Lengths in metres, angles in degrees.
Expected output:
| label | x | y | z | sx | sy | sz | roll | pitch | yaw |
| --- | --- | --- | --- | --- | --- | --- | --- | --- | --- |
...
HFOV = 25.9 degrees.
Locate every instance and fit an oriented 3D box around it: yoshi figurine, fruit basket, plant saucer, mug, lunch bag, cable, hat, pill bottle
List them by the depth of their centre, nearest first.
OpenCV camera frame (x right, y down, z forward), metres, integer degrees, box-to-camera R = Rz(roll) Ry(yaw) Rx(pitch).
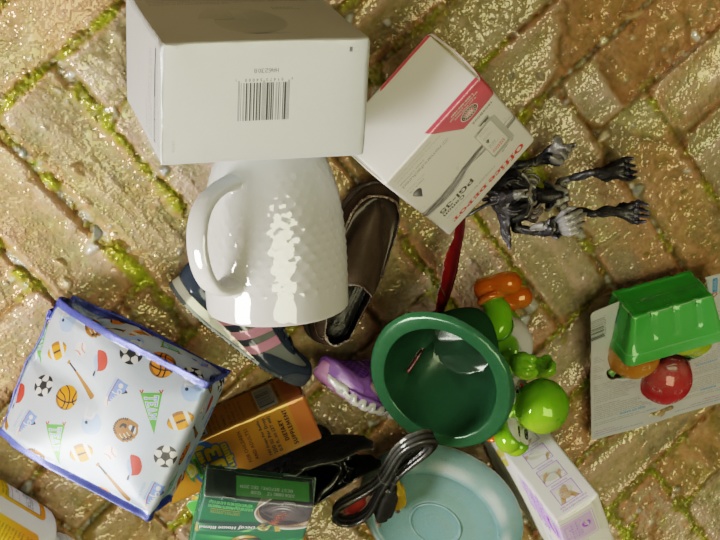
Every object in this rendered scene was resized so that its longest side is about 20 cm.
| label | x | y | z | sx | sy | sz | roll | pitch | yaw |
| --- | --- | --- | --- | --- | --- | --- | --- | --- | --- |
| mug | -0.103 | -0.041 | 1.570 | 0.200 | 0.147 | 0.176 | -23 | 116 | -52 |
| lunch bag | -0.264 | 0.139 | 1.658 | 0.200 | 0.124 | 0.170 | 24 | 95 | 6 |
| pill bottle | -0.400 | 0.284 | 1.691 | 0.200 | 0.111 | 0.111 | 38 | 96 | -27 |
| cable | 0.021 | 0.228 | 1.740 | 0.097 | 0.050 | 0.200 | -4 | 141 | -18 |
| hat | 0.121 | 0.068 | 1.742 | 0.165 | 0.176 | 0.200 | 25 | 128 | 10 |
| yoshi figurine | 0.185 | 0.105 | 1.752 | 0.112 | 0.112 | 0.200 | 4 | 68 | -22 |
| plant saucer | 0.091 | 0.291 | 1.838 | 0.200 | 0.027 | 0.201 | 10 | 124 | 15 |
| fruit basket | 0.358 | 0.102 | 1.891 | 0.185 | 0.094 | 0.200 | -15 | 131 | -11 |

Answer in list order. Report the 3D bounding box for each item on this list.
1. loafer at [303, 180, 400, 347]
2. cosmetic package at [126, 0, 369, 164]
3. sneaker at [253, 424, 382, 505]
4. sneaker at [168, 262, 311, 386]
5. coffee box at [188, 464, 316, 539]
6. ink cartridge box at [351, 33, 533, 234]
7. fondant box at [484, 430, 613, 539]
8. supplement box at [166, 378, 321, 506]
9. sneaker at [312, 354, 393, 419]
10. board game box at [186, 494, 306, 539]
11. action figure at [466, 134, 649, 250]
| label | x | y | z | sx | sy | sz | roll | pitch | yaw |
| --- | --- | --- | --- | --- | --- | --- | --- | --- | --- |
| loafer | 0.000 | 0.000 | 1.726 | 0.073 | 0.071 | 0.200 | 11 | 108 | -22 |
| cosmetic package | -0.116 | -0.194 | 1.536 | 0.199 | 0.200 | 0.123 | -4 | 115 | -16 |
| sneaker | -0.081 | 0.232 | 1.777 | 0.199 | 0.104 | 0.060 | -25 | 117 | -7 |
| sneaker | -0.111 | 0.050 | 1.711 | 0.082 | 0.070 | 0.200 | -47 | 119 | 7 |
| coffee box | -0.124 | 0.287 | 1.712 | 0.123 | 0.044 | 0.200 | 8 | 140 | -10 |
| ink cartridge box | 0.083 | -0.138 | 1.632 | 0.147 | 0.083 | 0.200 | -48 | 154 | 5 |
| fondant box | 0.213 | 0.248 | 1.801 | 0.058 | 0.200 | 0.144 | -31 | 133 | -7 |
| supplement box | -0.150 | 0.191 | 1.760 | 0.200 | 0.069 | 0.067 | -23 | 116 | -4 |
| sneaker | 0.037 | 0.122 | 1.787 | 0.200 | 0.080 | 0.089 | 22 | 97 | -35 |
| board game box | -0.120 | 0.300 | 1.781 | 0.095 | 0.030 | 0.200 | -10 | 142 | 12 |
| action figure | 0.218 | -0.089 | 1.738 | 0.200 | 0.102 | 0.119 | -5 | 81 | -19 |
